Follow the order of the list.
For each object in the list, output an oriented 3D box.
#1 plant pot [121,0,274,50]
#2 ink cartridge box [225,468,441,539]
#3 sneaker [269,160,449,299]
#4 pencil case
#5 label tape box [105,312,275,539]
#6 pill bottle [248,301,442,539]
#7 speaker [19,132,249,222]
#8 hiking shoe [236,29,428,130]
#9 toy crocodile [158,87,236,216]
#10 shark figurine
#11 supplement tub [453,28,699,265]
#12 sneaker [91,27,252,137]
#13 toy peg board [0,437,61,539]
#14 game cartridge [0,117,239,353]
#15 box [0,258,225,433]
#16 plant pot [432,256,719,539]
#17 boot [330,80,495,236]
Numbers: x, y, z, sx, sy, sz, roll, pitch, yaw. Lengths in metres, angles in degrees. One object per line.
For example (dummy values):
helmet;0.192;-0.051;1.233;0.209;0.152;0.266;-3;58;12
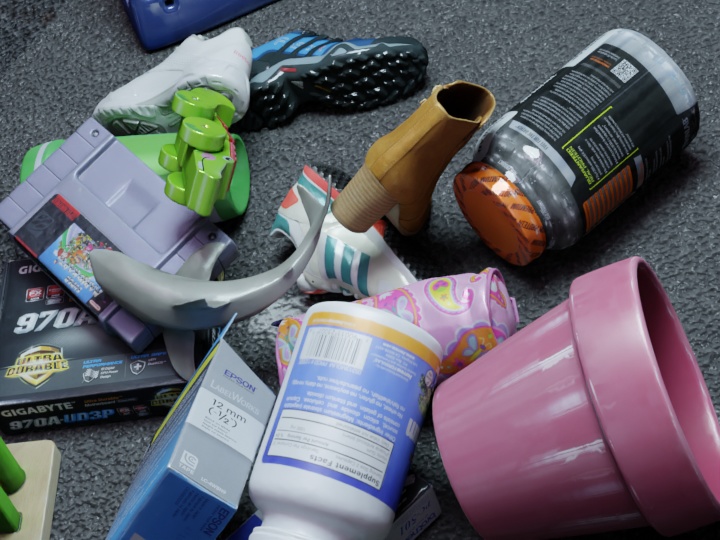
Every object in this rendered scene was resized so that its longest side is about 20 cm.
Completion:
plant pot;-0.175;-0.376;1.774;0.198;0.181;0.201;-22;50;-4
ink cartridge box;-0.041;0.216;1.356;0.200;0.044;0.094;-41;53;-16
sneaker;0.000;0.000;1.514;0.200;0.070;0.094;47;110;22
pencil case;0.028;0.057;1.418;0.198;0.088;0.088;-15;49;20
label tape box;-0.128;0.148;1.359;0.066;0.144;0.201;32;33;-7
pill bottle;-0.017;0.135;1.299;0.111;0.112;0.202;11;71;22
speaker;-0.205;-0.082;1.612;0.198;0.089;0.089;-3;52;13
hiking shoe;-0.035;-0.200;1.664;0.198;0.075;0.087;-10;51;8
toy crocodile;-0.131;-0.101;1.486;0.061;0.068;0.200;11;21;-15
shark figurine;-0.107;0.010;1.421;0.212;0.090;0.129;-19;84;3
supplement tub;0.181;-0.102;1.498;0.200;0.123;0.122;-39;53;-17
sneaker;-0.168;-0.170;1.654;0.199;0.078;0.100;-13;45;37
toy peg board;-0.359;0.213;1.412;0.197;0.098;0.202;-7;51;10
game cartridge;-0.215;-0.032;1.523;0.130;0.038;0.200;-43;62;-14
box;-0.218;0.054;1.532;0.198;0.046;0.160;-7;52;9
plant pot;0.159;0.114;1.302;0.178;0.200;0.201;-23;48;17
boot;0.061;-0.098;1.471;0.144;0.201;0.071;-43;83;20
